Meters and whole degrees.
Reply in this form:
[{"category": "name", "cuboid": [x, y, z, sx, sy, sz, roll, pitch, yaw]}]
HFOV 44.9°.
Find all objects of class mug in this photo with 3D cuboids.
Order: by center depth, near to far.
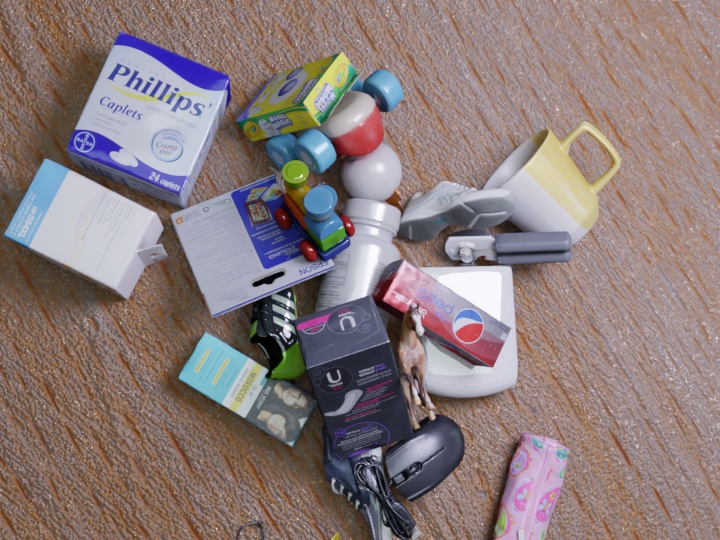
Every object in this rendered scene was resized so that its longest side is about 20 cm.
[{"category": "mug", "cuboid": [0.300, -0.121, 1.354, 0.153, 0.186, 0.150, 44, 58, -8]}]

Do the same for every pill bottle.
[{"category": "pill bottle", "cuboid": [0.000, 0.000, 1.325, 0.113, 0.114, 0.202, 12, 81, -5]}]

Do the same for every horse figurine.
[{"category": "horse figurine", "cuboid": [0.077, 0.145, 1.237, 0.049, 0.200, 0.134, -13, 65, 0]}]

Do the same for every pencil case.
[{"category": "pencil case", "cuboid": [0.256, 0.352, 1.324, 0.087, 0.087, 0.202, 20, 79, -4]}]

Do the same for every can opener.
[{"category": "can opener", "cuboid": [0.226, -0.043, 1.347, 0.198, 0.053, 0.067, 1, 51, 19]}]

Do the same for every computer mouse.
[{"category": "computer mouse", "cuboid": [0.095, 0.287, 1.290, 0.200, 0.053, 0.139, -36, 93, -36]}]

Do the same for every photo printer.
[{"category": "photo printer", "cuboid": [0.161, 0.095, 1.354, 0.164, 0.069, 0.202, -1, 82, -7]}]

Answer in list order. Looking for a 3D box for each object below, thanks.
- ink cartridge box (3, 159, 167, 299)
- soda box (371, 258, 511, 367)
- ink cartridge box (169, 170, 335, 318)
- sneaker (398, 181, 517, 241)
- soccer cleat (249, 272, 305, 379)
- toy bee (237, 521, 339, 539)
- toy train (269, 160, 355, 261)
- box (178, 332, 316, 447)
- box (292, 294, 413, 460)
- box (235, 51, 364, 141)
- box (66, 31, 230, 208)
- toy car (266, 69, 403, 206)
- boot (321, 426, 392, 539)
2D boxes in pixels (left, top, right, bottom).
[{"category": "ink cartridge box", "cuboid": [-0.386, -0.051, 1.276, 0.199, 0.129, 0.126, 27, 80, -2]}, {"category": "soda box", "cuboid": [0.116, 0.064, 1.266, 0.199, 0.063, 0.070, 32, 78, -14]}, {"category": "ink cartridge box", "cuboid": [-0.162, -0.036, 1.309, 0.196, 0.047, 0.201, -22, 63, -11]}, {"category": "sneaker", "cuboid": [0.146, -0.105, 1.334, 0.070, 0.199, 0.081, 47, 47, -40]}, {"category": "soccer cleat", "cuboid": [-0.134, 0.066, 1.306, 0.080, 0.067, 0.202, -6, 69, -38]}, {"category": "toy bee", "cuboid": [-0.084, 0.442, 1.257, 0.198, 0.109, 0.133, 6, 83, -6]}, {"category": "toy train", "cuboid": [-0.092, -0.117, 1.261, 0.084, 0.116, 0.200, -32, 62, -14]}, {"category": "box", "cuboid": [-0.168, 0.179, 1.311, 0.199, 0.049, 0.083, 31, 80, -2]}, {"category": "box", "cuboid": [-0.009, 0.153, 1.235, 0.121, 0.201, 0.106, -17, 40, -4]}, {"category": "box", "cuboid": [-0.089, -0.258, 1.298, 0.048, 0.199, 0.118, 50, 57, -31]}, {"category": "box", "cuboid": [-0.315, -0.226, 1.322, 0.182, 0.105, 0.202, 21, 80, -4]}, {"category": "toy car", "cuboid": [-0.006, -0.173, 1.350, 0.184, 0.176, 0.201, -44, 117, -21]}, {"category": "boot", "cuboid": [-0.005, 0.326, 1.308, 0.089, 0.073, 0.202, -8, 75, -1]}]
